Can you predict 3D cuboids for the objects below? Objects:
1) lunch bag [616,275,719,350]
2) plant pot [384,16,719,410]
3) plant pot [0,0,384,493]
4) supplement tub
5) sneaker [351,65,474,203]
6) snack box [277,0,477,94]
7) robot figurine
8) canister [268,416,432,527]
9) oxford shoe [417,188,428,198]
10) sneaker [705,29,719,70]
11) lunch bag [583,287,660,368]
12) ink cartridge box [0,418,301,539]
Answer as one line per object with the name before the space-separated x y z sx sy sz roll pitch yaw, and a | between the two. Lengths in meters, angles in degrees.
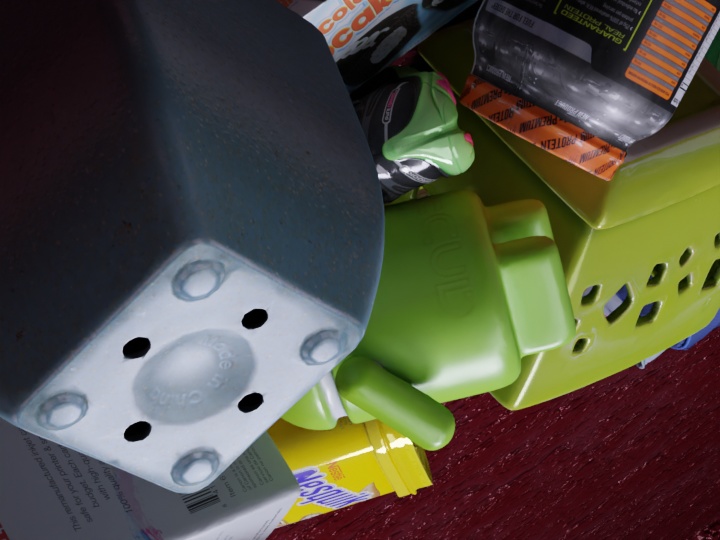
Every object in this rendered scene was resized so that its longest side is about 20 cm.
lunch bag | 0.236 -0.052 1.461 0.132 0.200 0.136 -32 154 -21
plant pot | 0.131 -0.063 1.286 0.199 0.200 0.182 -21 147 -36
plant pot | -0.102 -0.020 0.906 0.196 0.200 0.196 -44 138 15
supplement tub | 0.141 -0.159 1.113 0.200 0.122 0.122 -62 155 7
sneaker | 0.005 -0.075 1.173 0.084 0.077 0.200 -20 -179 -8
snack box | -0.009 -0.140 1.108 0.200 0.037 0.116 -36 160 -1
robot figurine | 0.017 0.022 1.158 0.200 0.176 0.116 -14 123 3
canister | -0.060 0.132 1.461 0.200 0.087 0.149 -17 157 4
oxford shoe | 0.000 0.000 1.368 0.200 0.074 0.071 -28 158 -21
sneaker | 0.309 -0.188 1.451 0.200 0.084 0.074 -32 158 -16
lunch bag | 0.258 -0.032 1.645 0.170 0.127 0.200 -37 157 -11
ink cartridge box | -0.159 0.113 1.131 0.200 0.146 0.083 -19 157 -35
